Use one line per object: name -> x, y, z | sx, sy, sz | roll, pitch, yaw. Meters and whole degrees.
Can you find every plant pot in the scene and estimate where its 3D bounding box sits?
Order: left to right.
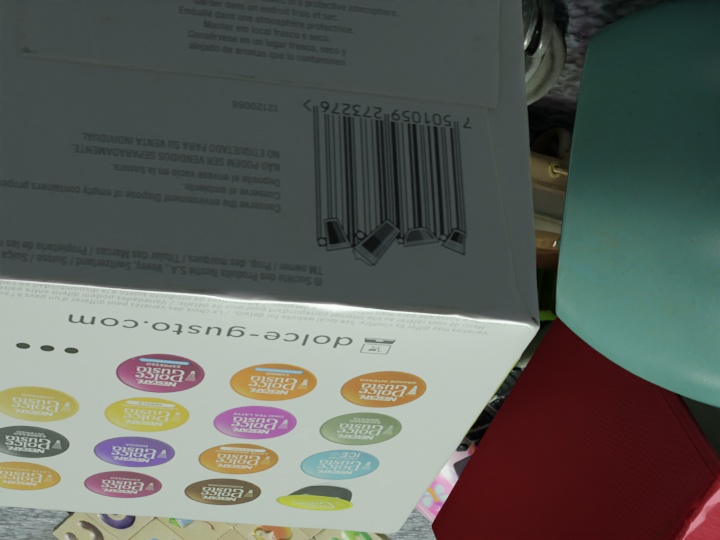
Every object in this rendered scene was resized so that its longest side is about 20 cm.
plant pot -> 0.170, -0.032, 0.811 | 0.160, 0.202, 0.201 | 8, 163, 9

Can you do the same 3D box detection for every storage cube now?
storage cube -> 0.165, 0.132, 0.932 | 0.170, 0.200, 0.180 | 18, 115, -25

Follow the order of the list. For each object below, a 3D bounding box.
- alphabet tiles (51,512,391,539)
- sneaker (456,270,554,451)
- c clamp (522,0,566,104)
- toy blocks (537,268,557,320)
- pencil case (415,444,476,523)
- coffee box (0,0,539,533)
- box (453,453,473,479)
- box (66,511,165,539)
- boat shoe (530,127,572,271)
alphabet tiles -> -0.083, 0.131, 1.042 | 0.166, 0.006, 0.200 | 40, 129, -12
sneaker -> 0.090, 0.045, 1.120 | 0.199, 0.080, 0.078 | -25, 141, 6
c clamp -> 0.006, -0.103, 0.828 | 0.199, 0.027, 0.171 | 6, 160, -19
toy blocks -> 0.000, 0.000, 1.052 | 0.199, 0.101, 0.137 | -3, 151, 28
pencil case -> 0.053, 0.122, 1.209 | 0.087, 0.088, 0.200 | -20, 126, 43
coffee box -> -0.058, -0.032, 0.714 | 0.198, 0.201, 0.198 | 6, 151, -12
box -> 0.171, 0.168, 1.143 | 0.175, 0.097, 0.201 | -26, 135, -5
box -> -0.109, 0.126, 1.189 | 0.149, 0.124, 0.200 | 44, 163, -15
boat shoe -> 0.099, -0.039, 0.956 | 0.199, 0.070, 0.074 | 8, 168, -33
